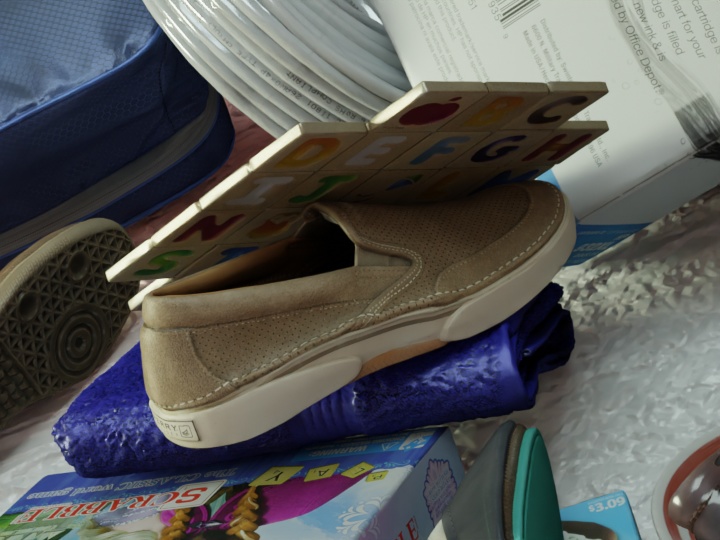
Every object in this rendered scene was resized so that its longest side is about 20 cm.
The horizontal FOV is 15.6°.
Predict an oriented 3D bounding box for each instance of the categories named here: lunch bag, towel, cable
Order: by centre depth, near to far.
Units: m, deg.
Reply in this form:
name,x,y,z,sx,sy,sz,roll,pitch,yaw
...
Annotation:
name,x,y,z,sx,sy,sz,roll,pitch,yaw
towel,-0.016,0.039,1.099,0.199,0.050,0.148,-10,5,13
cable,-0.019,-0.121,1.237,0.069,0.200,0.200,-50,10,25
lunch bag,-0.160,-0.087,1.300,0.200,0.132,0.136,-27,56,-2

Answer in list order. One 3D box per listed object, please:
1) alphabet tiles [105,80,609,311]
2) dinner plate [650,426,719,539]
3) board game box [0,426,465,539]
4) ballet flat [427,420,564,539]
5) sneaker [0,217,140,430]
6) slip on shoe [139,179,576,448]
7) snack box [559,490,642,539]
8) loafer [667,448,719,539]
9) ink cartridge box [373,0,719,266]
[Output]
name,x,y,z,sx,sy,sz,roll,pitch,yaw
alphabet tiles,0.000,-0.028,1.054,0.200,0.166,0.006,-35,67,43
dinner plate,0.207,0.094,0.962,0.200,0.024,0.200,-2,21,1
board game box,-0.083,0.130,1.006,0.200,0.041,0.200,-9,19,27
ballet flat,0.045,0.135,0.929,0.073,0.073,0.200,-15,43,8
sneaker,-0.186,0.042,1.208,0.075,0.071,0.200,14,49,38
slip on shoe,0.000,0.000,1.027,0.200,0.061,0.076,-26,23,-24
snack box,0.020,0.160,0.995,0.200,0.037,0.116,-18,36,4
loafer,0.155,0.047,0.945,0.063,0.072,0.200,24,29,4
ink cartridge box,0.124,-0.109,1.124,0.200,0.084,0.145,-31,74,29
